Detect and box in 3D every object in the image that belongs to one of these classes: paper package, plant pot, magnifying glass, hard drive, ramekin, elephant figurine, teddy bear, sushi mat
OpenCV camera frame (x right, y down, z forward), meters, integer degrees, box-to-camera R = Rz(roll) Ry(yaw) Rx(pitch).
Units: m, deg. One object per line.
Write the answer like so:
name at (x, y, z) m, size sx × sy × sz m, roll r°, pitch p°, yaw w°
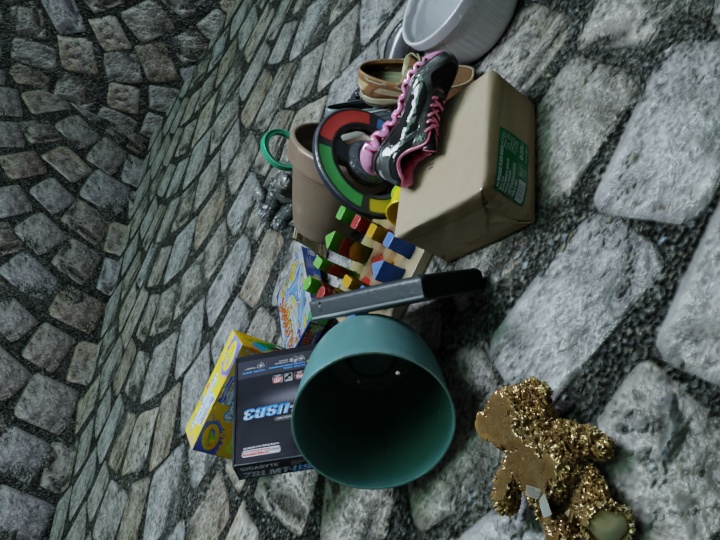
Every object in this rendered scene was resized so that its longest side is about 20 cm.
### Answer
paper package at (0.147, -0.140, 0.982) m, size 0.190 × 0.103 × 0.202 m, roll -28°, pitch 46°, yaw 50°
plant pot at (0.015, 0.151, 0.911) m, size 0.201 × 0.199 × 0.161 m, roll -55°, pitch 14°, yaw 20°
magnifying glass at (-0.103, -0.209, 1.365) m, size 0.022 × 0.199 × 0.080 m, roll -27°, pitch 43°, yaw 51°
hard drive at (0.048, 0.033, 0.950) m, size 0.199 × 0.139 × 0.033 m, roll -14°, pitch 84°, yaw 42°
ramekin at (0.170, -0.440, 1.163) m, size 0.200 × 0.104 × 0.202 m, roll -40°, pitch 39°, yaw 41°
elephant figurine at (-0.136, -0.182, 1.464) m, size 0.200 × 0.140 × 0.156 m, roll 126°, pitch 137°, yaw -51°
teddy bear at (0.193, 0.204, 0.701) m, size 0.200 × 0.066 × 0.146 m, roll 41°, pitch 115°, yaw 54°
plant pot at (-0.052, -0.148, 1.272) m, size 0.201 × 0.198 × 0.176 m, roll -111°, pitch 34°, yaw -53°
sushi mat at (-0.083, -0.131, 1.389) m, size 0.012 × 0.095 × 0.202 m, roll -12°, pitch 58°, yaw 40°

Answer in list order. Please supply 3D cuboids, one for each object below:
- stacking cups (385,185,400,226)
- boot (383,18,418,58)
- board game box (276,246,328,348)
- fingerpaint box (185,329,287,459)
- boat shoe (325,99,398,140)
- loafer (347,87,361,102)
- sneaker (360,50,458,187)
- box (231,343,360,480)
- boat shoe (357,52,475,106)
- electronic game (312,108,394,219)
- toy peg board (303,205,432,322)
stacking cups at (0.083, -0.157, 1.126) m, size 0.060 × 0.060 × 0.201 m, roll -38°, pitch 29°, yaw 42°
boot at (0.079, -0.358, 1.314) m, size 0.132 × 0.069 × 0.201 m, roll -114°, pitch 40°, yaw -51°
board game box at (-0.113, 0.069, 1.334) m, size 0.136 × 0.034 × 0.201 m, roll -61°, pitch 27°, yaw 30°
fingerpaint box at (-0.185, 0.227, 1.222) m, size 0.201 × 0.166 × 0.073 m, roll -64°, pitch 28°, yaw 6°
boat shoe at (0.032, -0.285, 1.223) m, size 0.198 × 0.062 × 0.073 m, roll -20°, pitch 30°, yaw -5°
loafer at (-0.011, -0.286, 1.337) m, size 0.200 × 0.062 × 0.073 m, roll 117°, pitch 144°, yaw -65°
sneaker at (0.085, -0.203, 0.972) m, size 0.095 × 0.079 × 0.201 m, roll 44°, pitch 110°, yaw 37°
box at (-0.094, 0.207, 1.071) m, size 0.200 × 0.198 × 0.050 m, roll -97°, pitch -2°, yaw -46°
boat shoe at (0.087, -0.313, 1.148) m, size 0.198 × 0.074 × 0.076 m, roll 0°, pitch 60°, yaw 17°
electronic game at (0.012, -0.175, 1.140) m, size 0.042 × 0.198 × 0.202 m, roll -37°, pitch 40°, yaw 51°
toy peg board at (0.000, 0.000, 1.141) m, size 0.201 × 0.097 × 0.199 m, roll -64°, pitch 28°, yaw 6°
